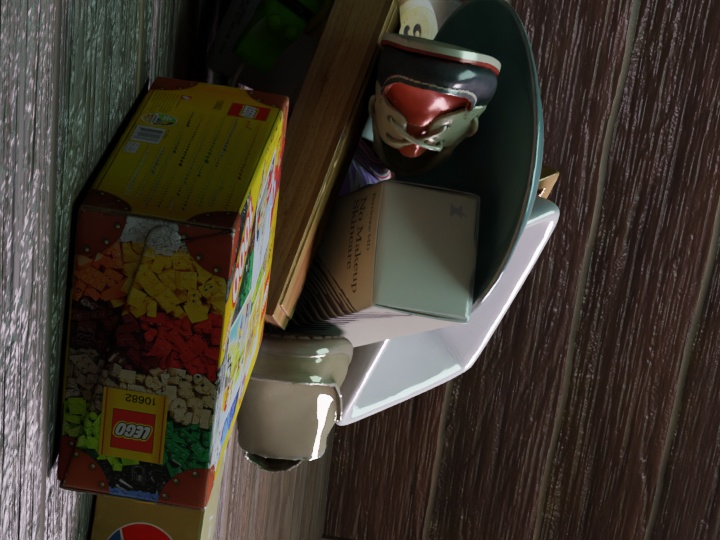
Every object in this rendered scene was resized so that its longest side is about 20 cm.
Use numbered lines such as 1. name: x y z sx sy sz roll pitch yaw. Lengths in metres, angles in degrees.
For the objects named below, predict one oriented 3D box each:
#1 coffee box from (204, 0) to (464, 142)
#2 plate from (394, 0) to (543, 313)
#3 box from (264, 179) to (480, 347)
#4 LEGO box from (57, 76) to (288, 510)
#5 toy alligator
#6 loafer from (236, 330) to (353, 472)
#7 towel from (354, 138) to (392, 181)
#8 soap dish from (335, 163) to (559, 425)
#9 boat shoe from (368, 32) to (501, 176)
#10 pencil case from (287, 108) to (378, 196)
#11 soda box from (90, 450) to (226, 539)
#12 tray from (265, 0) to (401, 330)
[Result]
1. coffee box: -0.002 -0.151 1.498 0.200 0.079 0.114 16 100 -61
2. plate: 0.071 -0.067 1.392 0.200 0.025 0.202 -172 -90 -68
3. box: 0.000 0.000 1.419 0.200 0.068 0.083 160 -63 -65
4. LEGO box: -0.093 0.006 1.160 0.200 0.076 0.150 -76 173 -66
5. toy alligator: -0.042 -0.160 1.350 0.201 0.059 0.054 -60 -158 -7
6. loafer: -0.044 0.085 1.452 0.200 0.075 0.069 94 -1 -75
7. towel: -0.026 -0.119 1.708 0.023 0.144 0.200 -43 175 -2
8. soap dish: 0.040 0.007 1.594 0.157 0.081 0.201 -22 151 -38
9. boat shoe: 0.036 -0.095 1.314 0.200 0.071 0.063 135 -28 -86
10. pencil case: -0.029 -0.046 1.622 0.200 0.083 0.086 39 36 -62
11. soda box: -0.122 0.189 1.280 0.068 0.063 0.202 -20 120 -87
12. tray: -0.026 -0.067 1.341 0.099 0.037 0.202 73 36 -84
